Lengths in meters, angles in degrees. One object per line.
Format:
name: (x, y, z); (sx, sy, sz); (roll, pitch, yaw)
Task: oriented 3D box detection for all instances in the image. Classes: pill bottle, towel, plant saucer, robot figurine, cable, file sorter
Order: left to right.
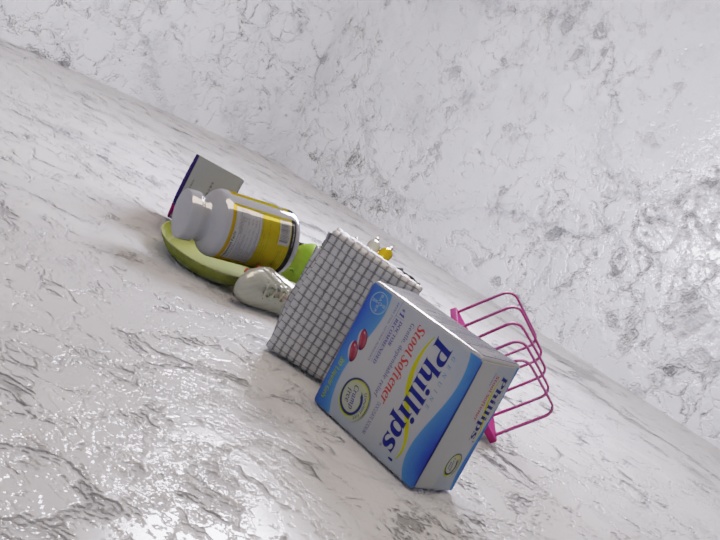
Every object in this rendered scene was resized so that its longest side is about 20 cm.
plant saucer: (-0.251, -0.025, 1.561); (0.197, 0.031, 0.200); (24, 16, -7)
pill bottle: (-0.206, -0.070, 1.511); (0.198, 0.114, 0.112); (16, 13, -32)
robot figurine: (-0.061, 0.020, 1.697); (0.198, 0.117, 0.175); (21, 0, -27)
towel: (-0.020, 0.061, 1.314); (0.164, 0.202, 0.086); (31, 7, 10)
cable: (0.000, 0.000, 1.529); (0.095, 0.051, 0.201); (12, 28, 1)
file sorter: (0.237, 0.152, 1.525); (0.140, 0.124, 0.201); (58, 18, -28)

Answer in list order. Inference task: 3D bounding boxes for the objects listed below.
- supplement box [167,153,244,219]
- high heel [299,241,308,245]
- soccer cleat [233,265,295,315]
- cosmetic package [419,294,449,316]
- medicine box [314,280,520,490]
supplement box: (-0.296, -0.135, 1.724); (0.102, 0.102, 0.200); (28, -10, -13)
high heel: (-0.123, -0.032, 1.849); (0.197, 0.073, 0.142); (13, -11, -23)
soccer cleat: (-0.136, 0.042, 1.517); (0.077, 0.070, 0.199); (37, 7, 28)
cosmetic package: (0.097, 0.086, 2.008); (0.107, 0.086, 0.200); (21, 12, -42)
medicine box: (0.068, 0.145, 1.163); (0.199, 0.184, 0.102); (35, 10, 39)
